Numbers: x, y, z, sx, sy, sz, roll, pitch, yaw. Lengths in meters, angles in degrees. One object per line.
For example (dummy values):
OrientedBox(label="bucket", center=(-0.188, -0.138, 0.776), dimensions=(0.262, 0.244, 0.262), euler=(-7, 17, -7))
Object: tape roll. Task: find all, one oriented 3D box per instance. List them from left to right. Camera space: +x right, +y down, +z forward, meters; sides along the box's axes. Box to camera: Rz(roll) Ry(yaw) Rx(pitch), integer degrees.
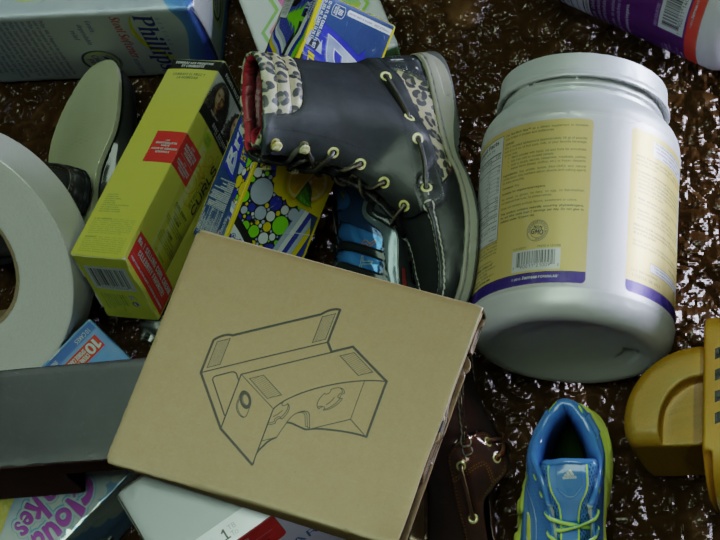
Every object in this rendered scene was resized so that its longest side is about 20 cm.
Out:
OrientedBox(label="tape roll", center=(-0.293, -0.010, 1.458), dimensions=(0.201, 0.204, 0.037), euler=(14, 27, 18))

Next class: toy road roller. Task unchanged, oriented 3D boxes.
OrientedBox(label="toy road roller", center=(0.257, 0.070, 1.327), dimensions=(0.145, 0.123, 0.202), euler=(-3, 67, 19))

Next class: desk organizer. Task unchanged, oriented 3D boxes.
OrientedBox(label="desk organizer", center=(-0.173, 0.109, 1.355), dimensions=(0.198, 0.077, 0.072), euler=(-5, 66, 9))

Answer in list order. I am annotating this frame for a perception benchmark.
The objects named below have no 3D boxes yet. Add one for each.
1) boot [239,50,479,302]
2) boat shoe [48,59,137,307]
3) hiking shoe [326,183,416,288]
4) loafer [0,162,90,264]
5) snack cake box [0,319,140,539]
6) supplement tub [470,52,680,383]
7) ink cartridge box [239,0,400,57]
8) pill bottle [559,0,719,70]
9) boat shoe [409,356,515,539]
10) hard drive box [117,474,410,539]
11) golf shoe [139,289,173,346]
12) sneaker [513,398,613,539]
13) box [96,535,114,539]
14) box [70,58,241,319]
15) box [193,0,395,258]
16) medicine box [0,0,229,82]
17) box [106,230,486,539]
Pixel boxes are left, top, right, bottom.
OrientedBox(label="boot", center=(-0.003, -0.064, 1.369), dimensions=(0.153, 0.074, 0.205), euler=(2, 66, -22))
OrientedBox(label="boat shoe", center=(-0.200, -0.067, 1.523), dimensions=(0.073, 0.063, 0.203), euler=(-20, 58, 38))
OrientedBox(label="hiking shoe", center=(0.000, 0.000, 1.439), dimensions=(0.086, 0.074, 0.201), euler=(-23, 64, 1))
OrientedBox(label="loafer", center=(-0.299, -0.046, 1.498), dimensions=(0.199, 0.072, 0.073), euler=(-15, 58, 24))
OrientedBox(label="snack cake box", center=(-0.221, 0.151, 1.426), dimensions=(0.115, 0.067, 0.200), euler=(40, 80, 25))
OrientedBox(label="supplement tub", center=(0.153, -0.036, 1.382), dimensions=(0.144, 0.146, 0.201), euler=(1, 67, 13))
OrientedBox(label="ink cartridge box", center=(-0.028, -0.180, 1.532), dimensions=(0.103, 0.059, 0.201), euler=(-21, 64, 2))
OrientedBox(label="pill bottle", center=(0.211, -0.238, 1.476), dimensions=(0.199, 0.113, 0.113), euler=(29, 75, 22))
OrientedBox(label="boat shoe", center=(0.073, 0.137, 1.341), dimensions=(0.070, 0.070, 0.202), euler=(1, 96, 20))
OrientedBox(label="hard drive box", center=(-0.055, 0.163, 1.310), dimensions=(0.155, 0.200, 0.077), euler=(-34, 64, -3))
OrientedBox(label="golf shoe", center=(-0.067, 0.045, 1.421), dimensions=(0.199, 0.078, 0.095), euler=(22, 69, 31))
OrientedBox(label="sneaker", center=(0.131, 0.178, 1.315), dimensions=(0.075, 0.105, 0.202), euler=(-3, 66, 11))
OrientedBox(label="box", center=(-0.241, 0.288, 1.343), dimensions=(0.198, 0.044, 0.161), euler=(-16, 96, 4))
OrientedBox(label="box", center=(-0.146, -0.063, 1.470), dimensions=(0.050, 0.076, 0.201), euler=(5, 51, 26))
OrientedBox(label="box", center=(-0.050, -0.103, 1.447), dimensions=(0.064, 0.070, 0.201), euler=(26, 95, 62))
OrientedBox(label="medicine box", center=(-0.207, -0.259, 1.584), dimensions=(0.198, 0.103, 0.184), euler=(-2, 66, 13))
OrientedBox(label="box", center=(-0.040, 0.073, 1.223), dimensions=(0.199, 0.021, 0.164), euler=(15, 70, 17))
